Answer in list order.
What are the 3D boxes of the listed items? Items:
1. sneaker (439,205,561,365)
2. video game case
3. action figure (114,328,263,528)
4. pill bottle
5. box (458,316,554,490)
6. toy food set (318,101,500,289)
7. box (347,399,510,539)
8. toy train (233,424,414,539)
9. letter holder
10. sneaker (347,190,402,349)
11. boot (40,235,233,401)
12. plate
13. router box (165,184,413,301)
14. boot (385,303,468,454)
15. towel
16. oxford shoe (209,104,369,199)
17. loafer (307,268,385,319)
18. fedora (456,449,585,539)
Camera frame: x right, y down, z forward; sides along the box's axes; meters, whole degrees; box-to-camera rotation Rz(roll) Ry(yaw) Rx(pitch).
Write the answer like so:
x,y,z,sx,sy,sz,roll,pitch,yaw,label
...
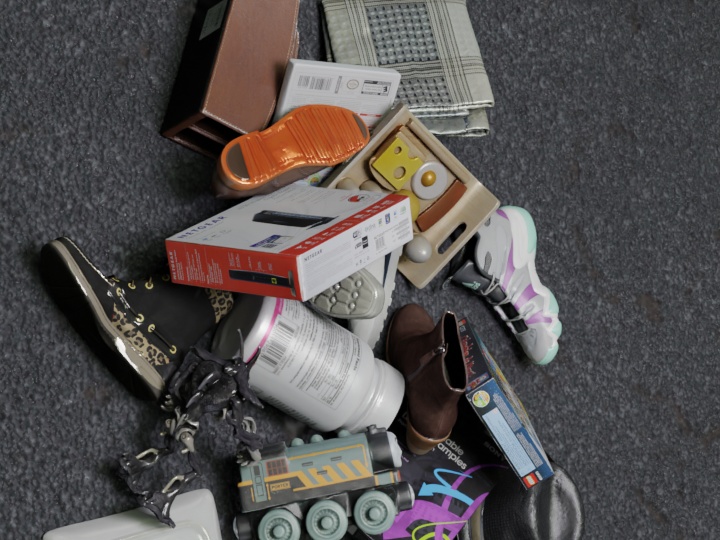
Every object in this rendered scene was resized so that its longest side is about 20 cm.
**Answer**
x,y,z,sx,sy,sz,roll,pitch,yaw,label
0.159,0.025,1.903,0.139,0.078,0.202,-7,74,-32,sneaker
-0.042,-0.137,1.765,0.142,0.018,0.202,1,118,-34,video game case
-0.165,0.160,1.627,0.201,0.119,0.102,-51,153,-5,action figure
-0.056,0.106,1.719,0.199,0.113,0.114,33,64,-23,pill bottle
0.155,0.149,1.797,0.037,0.200,0.137,-32,107,6,box
0.056,-0.084,1.801,0.144,0.060,0.200,-46,129,3,toy food set
0.067,0.241,1.785,0.143,0.036,0.200,39,58,7,box
-0.044,0.234,1.684,0.197,0.085,0.115,-11,87,-2,toy train
-0.119,-0.225,1.762,0.141,0.100,0.202,25,67,-28,letter holder
0.000,0.000,1.771,0.079,0.077,0.202,6,117,-6,sneaker
-0.232,0.017,1.650,0.151,0.073,0.201,-45,107,-30,boot
-0.213,0.344,1.614,0.198,0.032,0.202,-11,85,-34,plate
-0.072,-0.032,1.631,0.199,0.178,0.049,-30,120,-49,router box
0.084,0.090,1.756,0.071,0.167,0.202,5,55,-13,boot
0.055,-0.245,1.860,0.190,0.035,0.202,-2,63,-16,towel
-0.080,-0.127,1.704,0.198,0.073,0.072,-19,77,-32,oxford shoe
-0.039,0.007,1.709,0.069,0.199,0.071,13,99,-46,loafer
0.205,0.298,1.853,0.199,0.091,0.203,8,75,-30,fedora
